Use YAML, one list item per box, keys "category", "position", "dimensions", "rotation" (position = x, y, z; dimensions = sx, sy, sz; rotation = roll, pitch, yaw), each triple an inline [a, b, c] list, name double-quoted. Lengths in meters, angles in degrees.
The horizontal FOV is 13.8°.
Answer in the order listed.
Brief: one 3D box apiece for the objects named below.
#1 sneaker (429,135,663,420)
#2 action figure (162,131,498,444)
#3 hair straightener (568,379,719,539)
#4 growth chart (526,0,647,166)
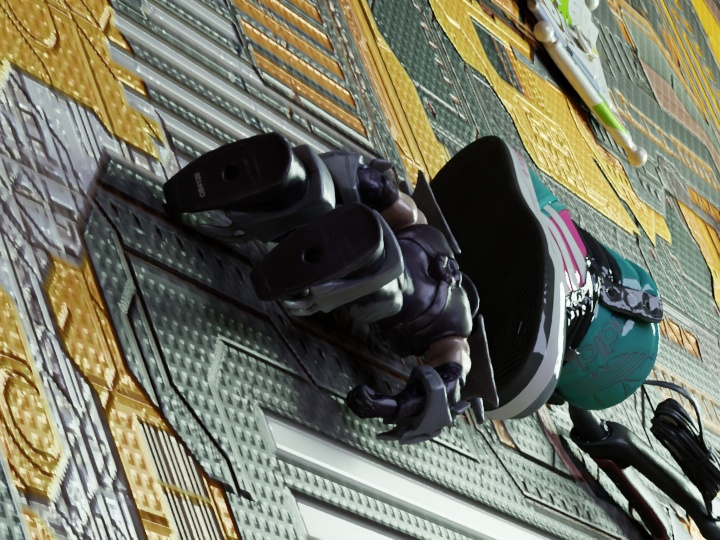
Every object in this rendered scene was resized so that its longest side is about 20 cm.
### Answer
- category: "sneaker"
  position: [0.090, 0.030, 1.403]
  dimensions: [0.121, 0.084, 0.200]
  rotation: [42, 22, -25]
- category: "action figure"
  position: [0.000, 0.000, 1.212]
  dimensions: [0.130, 0.069, 0.200]
  rotation: [61, 11, 24]
- category: "hair straightener"
  position: [0.171, 0.104, 1.517]
  dimensions: [0.200, 0.077, 0.041]
  rotation: [51, 21, -29]
- category: "growth chart"
  position: [0.130, -0.171, 1.942]
  dimensions: [0.145, 0.018, 0.200]
  rotation: [48, 20, -35]
